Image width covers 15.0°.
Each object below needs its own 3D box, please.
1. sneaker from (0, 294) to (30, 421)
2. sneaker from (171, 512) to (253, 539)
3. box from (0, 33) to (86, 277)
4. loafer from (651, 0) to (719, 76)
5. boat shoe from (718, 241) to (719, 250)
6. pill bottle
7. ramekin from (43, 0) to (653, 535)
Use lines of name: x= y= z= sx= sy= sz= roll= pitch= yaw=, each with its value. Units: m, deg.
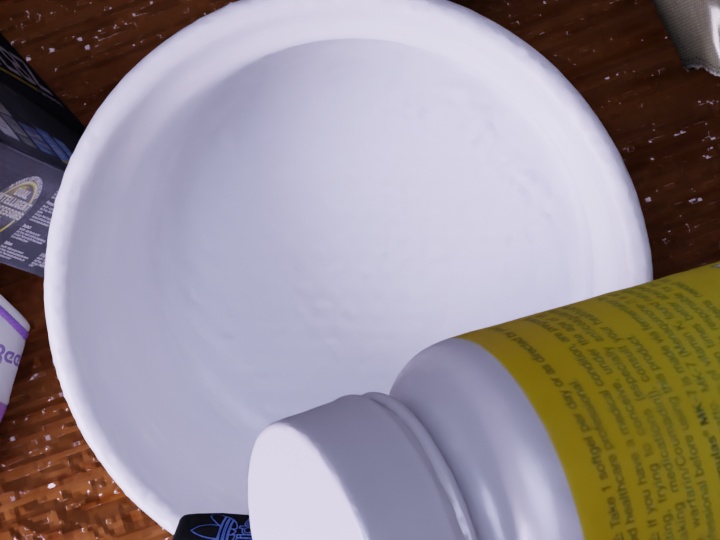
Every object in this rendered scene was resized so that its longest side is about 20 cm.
sneaker: x=-0.218 y=0.006 z=1.021 sx=0.200 sy=0.073 sz=0.115 roll=24 pitch=84 yaw=4
sneaker: x=-0.037 y=0.158 z=0.911 sx=0.078 sy=0.070 sz=0.201 roll=14 pitch=125 yaw=3
box: x=-0.161 y=-0.072 z=0.947 sx=0.049 sy=0.200 sz=0.161 roll=-43 pitch=75 yaw=5
loafer: x=0.119 y=-0.095 z=0.879 sx=0.200 sy=0.075 sz=0.070 roll=40 pitch=106 yaw=5
boat shoe: x=0.185 y=-0.079 z=0.937 sx=0.069 sy=0.074 sz=0.201 roll=26 pitch=89 yaw=9
pill bottle: x=0.076 y=0.065 z=0.814 sx=0.199 sy=0.114 sz=0.115 roll=-15 pitch=77 yaw=-23
ramekin: x=0.000 y=0.000 z=0.931 sx=0.199 sy=0.098 sz=0.201 roll=1 pitch=100 yaw=6
